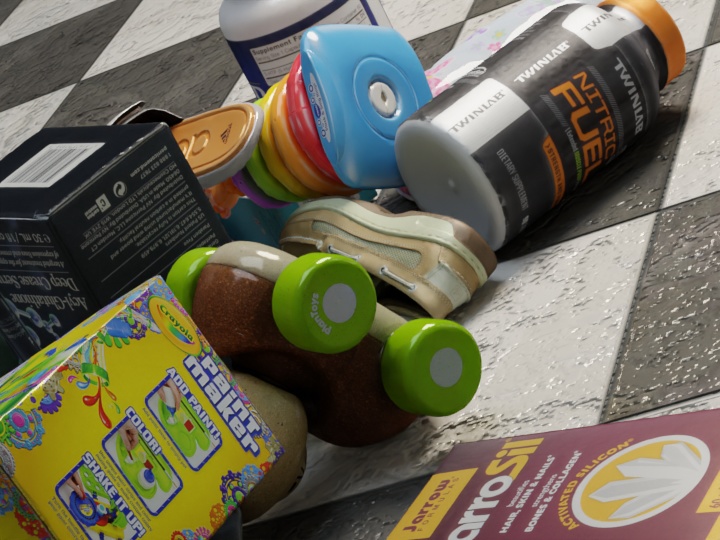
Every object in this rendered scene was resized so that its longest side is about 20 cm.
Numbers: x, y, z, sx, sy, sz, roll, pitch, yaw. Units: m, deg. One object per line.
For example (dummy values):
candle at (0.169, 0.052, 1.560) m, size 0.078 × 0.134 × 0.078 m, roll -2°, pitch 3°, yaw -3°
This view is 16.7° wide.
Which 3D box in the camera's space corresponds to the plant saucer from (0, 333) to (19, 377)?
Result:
plant saucer at (-0.232, 0.024, 1.647) m, size 0.200 × 0.201 × 0.036 m, roll -36°, pitch 56°, yaw -21°

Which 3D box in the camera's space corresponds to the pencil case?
pencil case at (0.093, -0.133, 1.758) m, size 0.200 × 0.083 × 0.091 m, roll -35°, pitch 28°, yaw -16°

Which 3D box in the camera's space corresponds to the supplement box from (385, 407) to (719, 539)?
supplement box at (0.115, 0.133, 1.116) m, size 0.199 × 0.086 × 0.110 m, roll -11°, pitch 27°, yaw 38°

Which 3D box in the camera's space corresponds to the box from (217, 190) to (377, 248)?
box at (-0.077, -0.062, 1.851) m, size 0.082 × 0.049 × 0.200 m, roll -37°, pitch 23°, yaw -22°

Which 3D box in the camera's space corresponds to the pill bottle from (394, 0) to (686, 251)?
pill bottle at (0.126, -0.108, 1.628) m, size 0.200 × 0.107 × 0.106 m, roll -38°, pitch 23°, yaw -24°

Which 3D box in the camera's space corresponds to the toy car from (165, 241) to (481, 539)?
toy car at (-0.054, 0.099, 1.398) m, size 0.164 × 0.157 × 0.201 m, roll 3°, pitch 65°, yaw 59°

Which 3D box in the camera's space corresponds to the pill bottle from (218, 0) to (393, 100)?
pill bottle at (-0.039, -0.181, 1.870) m, size 0.119 × 0.201 × 0.120 m, roll -24°, pitch 21°, yaw 10°

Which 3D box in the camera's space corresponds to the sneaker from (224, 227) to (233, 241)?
sneaker at (-0.136, -0.022, 1.770) m, size 0.079 × 0.096 × 0.200 m, roll -30°, pitch 20°, yaw -2°

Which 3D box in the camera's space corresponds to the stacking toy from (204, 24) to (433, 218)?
stacking toy at (-0.050, -0.085, 1.698) m, size 0.109 × 0.117 × 0.200 m, roll -6°, pitch -13°, yaw -46°

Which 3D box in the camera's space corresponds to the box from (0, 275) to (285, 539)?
box at (-0.179, 0.129, 1.275) m, size 0.200 × 0.122 × 0.193 m, roll -32°, pitch 8°, yaw 33°

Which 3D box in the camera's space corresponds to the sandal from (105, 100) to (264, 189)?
sandal at (-0.148, -0.085, 1.690) m, size 0.206 × 0.059 × 0.080 m, roll -21°, pitch 44°, yaw 44°

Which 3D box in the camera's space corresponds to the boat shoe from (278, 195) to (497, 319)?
boat shoe at (0.000, 0.000, 1.600) m, size 0.200 × 0.072 × 0.076 m, roll 3°, pitch 53°, yaw 56°

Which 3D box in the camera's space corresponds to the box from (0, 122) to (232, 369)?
box at (-0.152, 0.018, 1.547) m, size 0.107 × 0.201 × 0.148 m, roll -41°, pitch 24°, yaw -30°
